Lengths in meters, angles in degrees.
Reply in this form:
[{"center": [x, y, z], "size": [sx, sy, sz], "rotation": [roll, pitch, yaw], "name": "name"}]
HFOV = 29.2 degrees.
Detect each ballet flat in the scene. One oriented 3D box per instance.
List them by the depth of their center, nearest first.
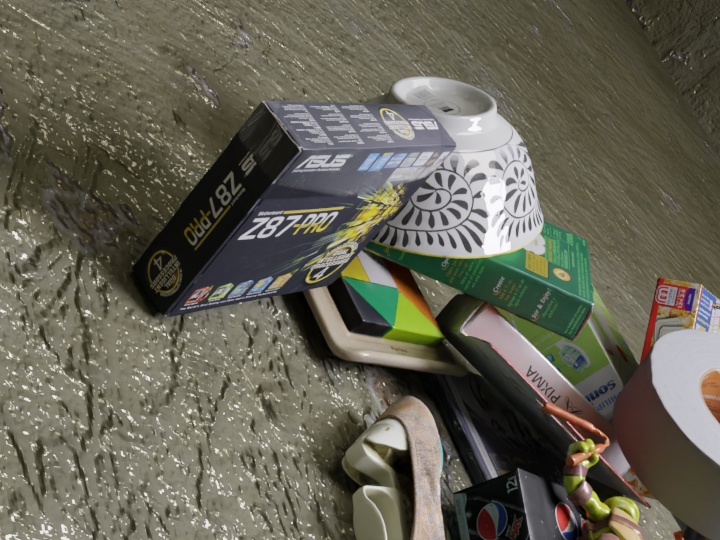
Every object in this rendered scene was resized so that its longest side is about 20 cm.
[{"center": [0.022, 0.152, 0.952], "size": [0.067, 0.068, 0.201], "rotation": [31, 28, -28], "name": "ballet flat"}]

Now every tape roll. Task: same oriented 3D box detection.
[{"center": [0.315, 0.142, 1.162], "size": [0.199, 0.066, 0.201], "rotation": [19, 35, -14], "name": "tape roll"}]

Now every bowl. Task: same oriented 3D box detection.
[{"center": [0.060, -0.098, 1.119], "size": [0.199, 0.095, 0.201], "rotation": [8, 27, -4], "name": "bowl"}]

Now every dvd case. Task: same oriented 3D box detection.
[{"center": [0.140, 0.161, 1.234], "size": [0.199, 0.016, 0.150], "rotation": [20, 39, -53], "name": "dvd case"}]

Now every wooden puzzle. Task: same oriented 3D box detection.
[{"center": [0.000, 0.000, 1.148], "size": [0.184, 0.037, 0.201], "rotation": [14, 39, -56], "name": "wooden puzzle"}]

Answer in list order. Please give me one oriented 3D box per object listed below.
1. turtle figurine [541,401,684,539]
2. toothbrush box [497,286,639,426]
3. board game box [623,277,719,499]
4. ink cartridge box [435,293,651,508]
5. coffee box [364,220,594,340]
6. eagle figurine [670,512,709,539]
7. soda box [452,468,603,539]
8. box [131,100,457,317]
[{"center": [0.189, 0.201, 1.039], "size": [0.201, 0.064, 0.161], "rotation": [53, 15, -5], "name": "turtle figurine"}, {"center": [0.212, 0.076, 1.396], "size": [0.145, 0.086, 0.201], "rotation": [26, 35, -60], "name": "toothbrush box"}, {"center": [0.305, 0.121, 1.330], "size": [0.151, 0.046, 0.202], "rotation": [24, 78, -61], "name": "board game box"}, {"center": [0.161, 0.106, 1.179], "size": [0.200, 0.044, 0.173], "rotation": [45, -8, -11], "name": "ink cartridge box"}, {"center": [0.103, -0.022, 1.189], "size": [0.198, 0.044, 0.123], "rotation": [23, 28, -7], "name": "coffee box"}, {"center": [0.328, 0.276, 1.183], "size": [0.151, 0.151, 0.201], "rotation": [34, 54, -4], "name": "eagle figurine"}, {"center": [0.157, 0.218, 1.105], "size": [0.199, 0.063, 0.071], "rotation": [28, 45, -47], "name": "soda box"}, {"center": [-0.042, -0.046, 0.952], "size": [0.049, 0.161, 0.199], "rotation": [51, 28, 18], "name": "box"}]
